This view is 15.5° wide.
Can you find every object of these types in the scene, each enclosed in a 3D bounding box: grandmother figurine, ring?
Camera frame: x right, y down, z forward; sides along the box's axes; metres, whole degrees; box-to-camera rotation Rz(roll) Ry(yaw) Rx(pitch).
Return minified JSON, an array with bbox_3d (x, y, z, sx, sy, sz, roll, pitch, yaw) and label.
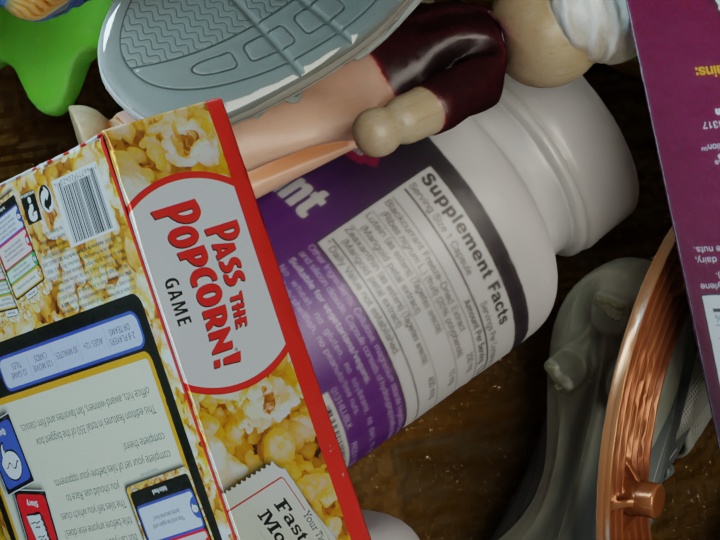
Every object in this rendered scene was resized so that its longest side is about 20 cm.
[{"bbox_3d":[0.004,-0.063,0.904,0.200,0.121,0.061,-19,127,-8],"label":"grandmother figurine"},{"bbox_3d":[0.139,0.061,0.998,0.200,0.019,0.201,-23,117,-57],"label":"ring"}]

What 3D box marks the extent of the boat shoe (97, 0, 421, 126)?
[{"bbox_3d":[-0.007,-0.107,0.870,0.074,0.065,0.202,38,64,10],"label":"boat shoe"}]

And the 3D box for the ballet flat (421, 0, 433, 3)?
[{"bbox_3d":[-0.017,-0.144,0.936,0.069,0.069,0.200,-26,131,-18],"label":"ballet flat"}]

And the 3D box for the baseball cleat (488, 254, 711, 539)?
[{"bbox_3d":[0.097,0.090,1.021,0.106,0.070,0.200,-11,123,-57],"label":"baseball cleat"}]

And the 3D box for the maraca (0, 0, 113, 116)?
[{"bbox_3d":[-0.112,-0.155,0.914,0.107,0.137,0.200,4,93,-54],"label":"maraca"}]

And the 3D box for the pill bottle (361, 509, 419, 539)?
[{"bbox_3d":[-0.016,0.193,0.957,0.112,0.112,0.200,-13,95,-20],"label":"pill bottle"}]

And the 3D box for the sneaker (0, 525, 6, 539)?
[{"bbox_3d":[-0.148,0.041,0.918,0.200,0.077,0.073,48,47,-19],"label":"sneaker"}]

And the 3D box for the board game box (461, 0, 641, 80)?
[{"bbox_3d":[0.134,-0.119,1.056,0.200,0.030,0.096,22,83,-22],"label":"board game box"}]

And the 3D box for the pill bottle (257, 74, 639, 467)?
[{"bbox_3d":[0.000,0.000,0.961,0.200,0.111,0.111,-35,102,-17],"label":"pill bottle"}]

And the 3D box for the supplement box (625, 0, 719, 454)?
[{"bbox_3d":[0.164,-0.044,0.921,0.110,0.086,0.200,-39,120,-53],"label":"supplement box"}]

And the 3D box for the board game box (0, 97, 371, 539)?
[{"bbox_3d":[-0.066,0.062,0.829,0.046,0.151,0.200,-19,91,-34],"label":"board game box"}]

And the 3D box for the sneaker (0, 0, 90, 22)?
[{"bbox_3d":[-0.064,-0.172,0.838,0.088,0.075,0.200,39,89,1],"label":"sneaker"}]
